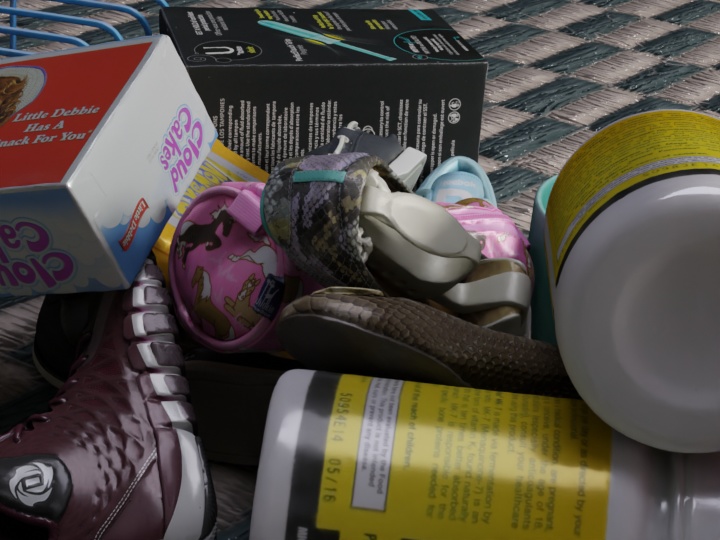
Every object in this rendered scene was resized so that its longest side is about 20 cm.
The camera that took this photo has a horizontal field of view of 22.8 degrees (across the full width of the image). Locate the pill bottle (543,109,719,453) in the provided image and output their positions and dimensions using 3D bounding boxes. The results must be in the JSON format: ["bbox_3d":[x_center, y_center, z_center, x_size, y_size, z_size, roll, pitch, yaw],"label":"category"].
[{"bbox_3d":[0.137,-0.007,0.776,0.112,0.113,0.200,5,18,2],"label":"pill bottle"}]

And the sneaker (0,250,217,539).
[{"bbox_3d":[-0.139,0.062,0.833,0.115,0.076,0.200,-9,46,-12],"label":"sneaker"}]

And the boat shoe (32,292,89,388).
[{"bbox_3d":[-0.147,0.010,1.022,0.074,0.063,0.201,3,24,-6],"label":"boat shoe"}]

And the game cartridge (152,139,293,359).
[{"bbox_3d":[-0.086,-0.030,1.050,0.200,0.032,0.176,33,22,-8],"label":"game cartridge"}]

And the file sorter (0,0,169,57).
[{"bbox_3d":[-0.221,-0.120,1.236,0.139,0.123,0.200,10,23,12],"label":"file sorter"}]

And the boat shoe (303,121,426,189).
[{"bbox_3d":[-0.020,-0.038,1.036,0.060,0.076,0.200,28,19,8],"label":"boat shoe"}]

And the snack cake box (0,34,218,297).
[{"bbox_3d":[-0.186,-0.048,0.896,0.200,0.067,0.115,-4,40,30],"label":"snack cake box"}]

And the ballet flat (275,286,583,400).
[{"bbox_3d":[0.058,0.042,0.804,0.200,0.067,0.046,17,65,-14],"label":"ballet flat"}]

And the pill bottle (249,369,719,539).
[{"bbox_3d":[0.059,0.107,0.755,0.200,0.114,0.114,6,23,4],"label":"pill bottle"}]

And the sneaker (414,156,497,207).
[{"bbox_3d":[0.048,-0.016,1.089,0.074,0.082,0.200,4,23,1],"label":"sneaker"}]

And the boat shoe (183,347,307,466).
[{"bbox_3d":[-0.003,0.070,0.890,0.200,0.073,0.063,9,26,24],"label":"boat shoe"}]

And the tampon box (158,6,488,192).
[{"bbox_3d":[-0.032,-0.102,1.221,0.200,0.126,0.150,-2,23,-12],"label":"tampon box"}]

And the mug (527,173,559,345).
[{"bbox_3d":[0.152,0.022,0.976,0.185,0.114,0.152,-13,29,-34],"label":"mug"}]

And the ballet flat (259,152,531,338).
[{"bbox_3d":[0.039,0.008,0.834,0.200,0.072,0.072,37,-1,-39],"label":"ballet flat"}]

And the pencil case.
[{"bbox_3d":[0.000,0.000,0.909,0.086,0.083,0.200,-4,-4,44],"label":"pencil case"}]
